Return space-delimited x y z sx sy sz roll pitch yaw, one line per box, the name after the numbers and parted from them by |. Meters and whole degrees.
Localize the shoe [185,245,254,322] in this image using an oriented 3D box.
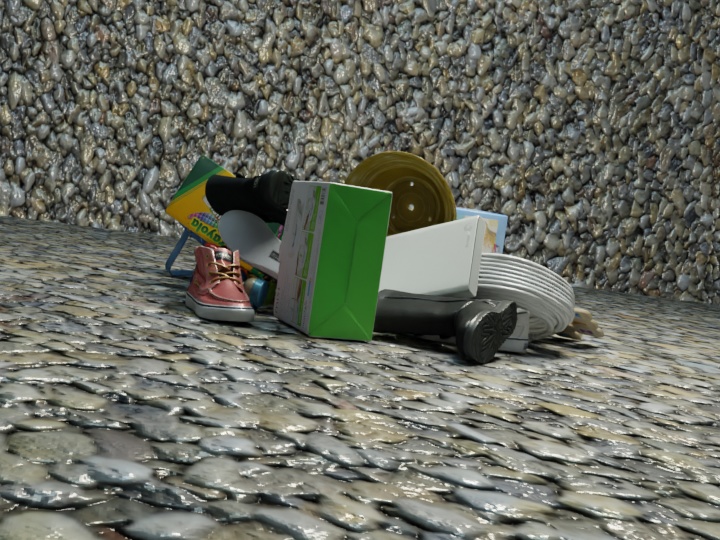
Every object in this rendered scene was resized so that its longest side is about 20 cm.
-0.194 0.016 1.350 0.071 0.092 0.200 6 4 -25 | shoe

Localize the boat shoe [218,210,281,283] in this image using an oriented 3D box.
-0.131 -0.019 1.488 0.199 0.070 0.066 30 -20 15 | boat shoe

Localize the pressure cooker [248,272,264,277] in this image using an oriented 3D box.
-0.179 -0.055 1.756 0.199 0.177 0.178 20 -37 -42 | pressure cooker

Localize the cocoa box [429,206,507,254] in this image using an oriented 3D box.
0.170 -0.014 1.771 0.132 0.202 0.131 7 4 -20 | cocoa box

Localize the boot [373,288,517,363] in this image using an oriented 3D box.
0.088 0.068 1.299 0.199 0.066 0.165 8 11 26 | boot

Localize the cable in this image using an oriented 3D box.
0.224 0.037 1.459 0.199 0.070 0.200 24 -19 -23 | cable

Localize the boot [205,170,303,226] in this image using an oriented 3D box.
-0.130 -0.097 1.543 0.167 0.077 0.200 2 -22 45 | boot

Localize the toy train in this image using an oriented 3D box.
-0.182 0.019 1.536 0.115 0.085 0.200 22 2 11 | toy train

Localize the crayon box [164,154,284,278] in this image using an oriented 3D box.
-0.217 -0.091 1.645 0.199 0.119 0.058 33 -1 19 | crayon box

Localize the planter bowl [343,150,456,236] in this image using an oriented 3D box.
0.070 -0.097 1.576 0.199 0.202 0.083 9 17 20 | planter bowl

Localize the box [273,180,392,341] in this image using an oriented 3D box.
-0.044 -0.018 1.339 0.096 0.202 0.176 7 2 -20 | box

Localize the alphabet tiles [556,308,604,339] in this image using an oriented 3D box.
0.302 0.071 1.633 0.194 0.015 0.200 9 -18 31 | alphabet tiles

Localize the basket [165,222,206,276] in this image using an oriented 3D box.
-0.273 -0.072 1.896 0.139 0.201 0.176 38 20 31 | basket

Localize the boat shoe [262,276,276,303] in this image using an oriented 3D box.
-0.113 0.029 1.571 0.072 0.073 0.200 -2 4 -31 | boat shoe

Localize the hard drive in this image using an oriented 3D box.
0.084 -0.004 1.439 0.199 0.133 0.026 -13 -41 33 | hard drive

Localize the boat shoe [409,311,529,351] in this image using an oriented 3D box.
0.145 0.071 1.410 0.198 0.066 0.074 8 4 7 | boat shoe
